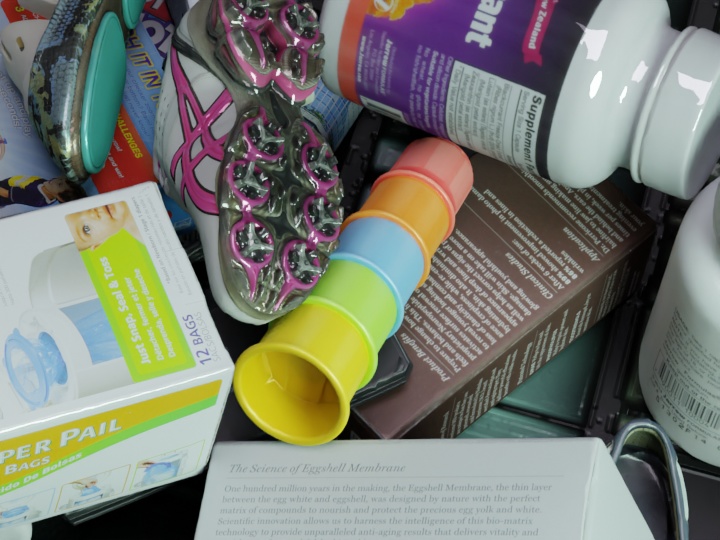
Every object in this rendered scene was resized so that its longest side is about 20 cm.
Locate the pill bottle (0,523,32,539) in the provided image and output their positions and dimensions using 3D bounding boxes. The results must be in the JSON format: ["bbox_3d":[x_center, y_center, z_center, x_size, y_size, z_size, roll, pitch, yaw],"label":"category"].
[{"bbox_3d":[-0.242,0.062,1.415,0.112,0.113,0.201,-14,62,-12],"label":"pill bottle"}]

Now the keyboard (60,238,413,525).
[{"bbox_3d":[-0.086,0.040,1.414,0.199,0.021,0.128,-22,69,-15],"label":"keyboard"}]

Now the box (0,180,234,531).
[{"bbox_3d":[-0.174,0.051,1.307,0.199,0.102,0.113,-14,62,-21],"label":"box"}]

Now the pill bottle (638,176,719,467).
[{"bbox_3d":[0.210,0.010,1.427,0.114,0.200,0.115,2,60,-3],"label":"pill bottle"}]

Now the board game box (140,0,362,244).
[{"bbox_3d":[-0.098,-0.125,1.563,0.199,0.062,0.200,26,62,10],"label":"board game box"}]

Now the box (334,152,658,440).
[{"bbox_3d":[0.051,0.017,1.487,0.200,0.075,0.100,-36,69,-23],"label":"box"}]

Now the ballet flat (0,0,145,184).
[{"bbox_3d":[-0.144,-0.122,1.414,0.074,0.074,0.201,11,48,2],"label":"ballet flat"}]

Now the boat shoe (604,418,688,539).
[{"bbox_3d":[0.133,0.170,1.410,0.074,0.062,0.201,12,61,1],"label":"boat shoe"}]

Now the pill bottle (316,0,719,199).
[{"bbox_3d":[0.088,-0.108,1.424,0.199,0.112,0.112,22,61,17],"label":"pill bottle"}]

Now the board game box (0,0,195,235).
[{"bbox_3d":[-0.201,-0.093,1.437,0.195,0.056,0.201,-13,61,-32],"label":"board game box"}]

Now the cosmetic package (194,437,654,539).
[{"bbox_3d":[0.021,0.192,1.321,0.198,0.123,0.201,-2,59,22],"label":"cosmetic package"}]

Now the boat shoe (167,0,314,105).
[{"bbox_3d":[-0.073,-0.167,1.519,0.062,0.072,0.201,-8,71,-14],"label":"boat shoe"}]

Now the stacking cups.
[{"bbox_3d":[0.000,0.000,1.393,0.060,0.061,0.200,21,43,8],"label":"stacking cups"}]

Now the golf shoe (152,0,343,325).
[{"bbox_3d":[-0.060,-0.050,1.376,0.072,0.092,0.201,25,44,-31],"label":"golf shoe"}]
